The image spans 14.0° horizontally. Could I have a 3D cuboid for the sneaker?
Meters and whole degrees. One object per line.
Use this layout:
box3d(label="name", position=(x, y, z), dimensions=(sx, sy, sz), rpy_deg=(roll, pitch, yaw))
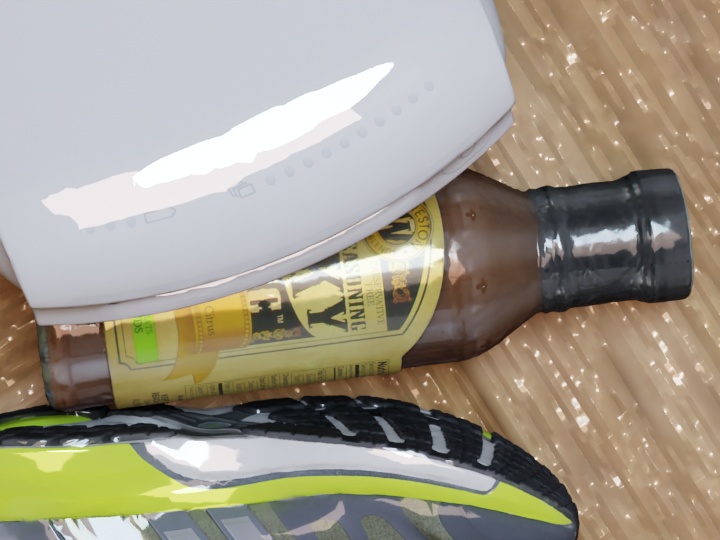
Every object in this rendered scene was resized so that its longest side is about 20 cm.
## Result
box3d(label="sneaker", position=(-0.033, 0.083, 0.895), dimensions=(0.199, 0.074, 0.081), rpy_deg=(0, 100, 4))

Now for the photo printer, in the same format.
box3d(label="photo printer", position=(-0.057, -0.091, 0.847), dimensions=(0.166, 0.069, 0.201), rpy_deg=(-22, 74, -5))

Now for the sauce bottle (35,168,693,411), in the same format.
box3d(label="sauce bottle", position=(0.000, 0.000, 0.889), dimensions=(0.199, 0.065, 0.065), rpy_deg=(-9, 94, -4))
